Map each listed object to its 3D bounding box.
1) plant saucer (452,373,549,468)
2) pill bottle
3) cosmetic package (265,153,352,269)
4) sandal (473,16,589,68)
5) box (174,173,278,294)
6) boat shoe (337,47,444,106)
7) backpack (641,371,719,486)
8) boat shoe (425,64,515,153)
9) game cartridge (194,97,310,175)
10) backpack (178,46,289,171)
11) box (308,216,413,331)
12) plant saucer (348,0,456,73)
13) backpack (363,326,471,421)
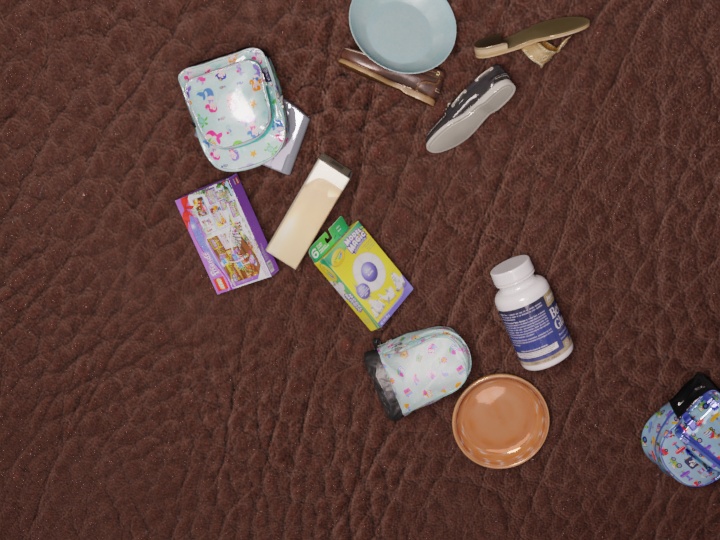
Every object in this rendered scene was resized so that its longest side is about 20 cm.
[{"bbox_3d":[0.282,0.302,1.750,0.195,0.038,0.205,1,103,2],"label":"plant saucer"},{"bbox_3d":[0.324,0.079,1.656,0.109,0.111,0.203,-24,102,7],"label":"pill bottle"},{"bbox_3d":[-0.095,-0.113,1.624,0.070,0.105,0.202,31,104,-5],"label":"cosmetic package"},{"bbox_3d":[0.313,-0.401,1.570,0.207,0.078,0.071,-11,124,10],"label":"sandal"},{"bbox_3d":[-0.255,-0.067,1.650,0.135,0.039,0.203,-16,104,27],"label":"box"},{"bbox_3d":[0.058,-0.369,1.577,0.197,0.070,0.072,20,100,-11],"label":"boat shoe"},{"bbox_3d":[0.665,0.335,1.701,0.182,0.135,0.200,42,104,-8],"label":"backpack"},{"bbox_3d":[0.194,-0.298,1.593,0.199,0.073,0.061,-41,58,26],"label":"boat shoe"},{"bbox_3d":[-0.201,-0.279,1.621,0.197,0.042,0.135,21,108,-4],"label":"game cartridge"},{"bbox_3d":[-0.217,-0.280,1.534,0.174,0.151,0.204,-15,108,4],"label":"backpack"},{"bbox_3d":[0.000,0.000,1.648,0.201,0.048,0.118,48,60,-9],"label":"box"},{"bbox_3d":[0.073,-0.433,1.543,0.196,0.039,0.205,4,71,-10],"label":"plant saucer"},{"bbox_3d":[0.121,0.194,1.683,0.197,0.127,0.170,-24,99,4],"label":"backpack"}]
